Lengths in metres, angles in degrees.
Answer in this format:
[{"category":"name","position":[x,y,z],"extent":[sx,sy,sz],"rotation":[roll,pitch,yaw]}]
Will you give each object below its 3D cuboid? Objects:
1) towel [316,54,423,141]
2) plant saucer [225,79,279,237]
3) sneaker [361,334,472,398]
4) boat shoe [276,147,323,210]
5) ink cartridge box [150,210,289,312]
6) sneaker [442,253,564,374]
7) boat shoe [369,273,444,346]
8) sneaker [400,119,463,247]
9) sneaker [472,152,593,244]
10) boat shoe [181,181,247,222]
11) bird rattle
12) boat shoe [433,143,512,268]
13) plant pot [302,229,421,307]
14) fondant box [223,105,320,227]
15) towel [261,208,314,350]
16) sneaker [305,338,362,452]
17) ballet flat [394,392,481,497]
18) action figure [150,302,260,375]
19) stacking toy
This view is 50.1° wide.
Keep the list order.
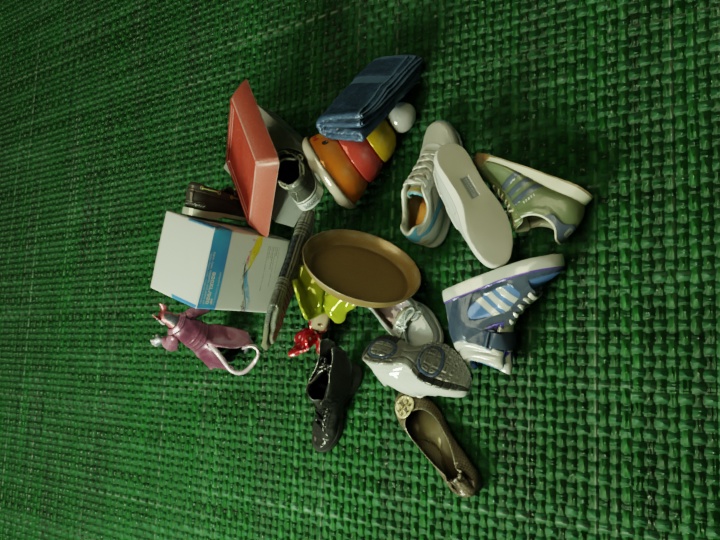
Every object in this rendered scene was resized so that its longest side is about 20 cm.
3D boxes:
[{"category":"towel","position":[0.015,-0.293,1.280],"extent":[0.110,0.049,0.201],"rotation":[9,49,39]},{"category":"plant saucer","position":[-0.199,-0.195,1.367],"extent":[0.201,0.036,0.203],"rotation":[108,144,-52]},{"category":"sneaker","position":[0.094,0.158,1.191],"extent":[0.197,0.088,0.075],"rotation":[13,51,44]},{"category":"boat shoe","position":[-0.119,-0.175,1.322],"extent":[0.071,0.064,0.200],"rotation":[-42,35,3]},{"category":"ink cartridge box","position":[-0.256,-0.012,1.429],"extent":[0.145,0.198,0.148],"rotation":[17,96,38]},{"category":"sneaker","position":[0.221,0.070,1.122],"extent":[0.197,0.080,0.150],"rotation":[-20,84,27]},{"category":"boat shoe","position":[0.056,0.065,1.253],"extent":[0.075,0.064,0.202],"rotation":[-53,56,19]},{"category":"sneaker","position":[0.113,-0.143,1.230],"extent":[0.075,0.080,0.205],"rotation":[6,86,40]},{"category":"sneaker","position":[0.235,-0.103,1.132],"extent":[0.198,0.067,0.092],"rotation":[26,94,35]},{"category":"boat shoe","position":[-0.247,-0.126,1.436],"extent":[0.070,0.200,0.062],"rotation":[11,96,31]},{"category":"bird rattle","position":[-0.057,0.057,1.319],"extent":[0.110,0.202,0.166],"rotation":[10,54,3]},{"category":"boat shoe","position":[0.162,-0.090,1.155],"extent":[0.071,0.069,0.203],"rotation":[-28,76,-12]},{"category":"plant pot","position":[0.000,0.000,1.234],"extent":[0.200,0.197,0.028],"rotation":[43,129,34]},{"category":"fondant box","position":[-0.164,-0.201,1.474],"extent":[0.200,0.058,0.146],"rotation":[44,110,35]},{"category":"towel","position":[-0.122,0.020,1.322],"extent":[0.201,0.034,0.196],"rotation":[113,175,-62]},{"category":"sneaker","position":[-0.060,0.215,1.299],"extent":[0.059,0.103,0.204],"rotation":[30,102,36]},{"category":"ballet flat","position":[0.113,0.265,1.189],"extent":[0.068,0.046,0.201],"rotation":[-50,57,20]},{"category":"action figure","position":[-0.309,0.130,1.447],"extent":[0.135,0.199,0.149],"rotation":[-53,37,4]},{"category":"stacking toy","position":[0.011,-0.218,1.316],"extent":[0.199,0.146,0.147],"rotation":[-37,61,8]}]
